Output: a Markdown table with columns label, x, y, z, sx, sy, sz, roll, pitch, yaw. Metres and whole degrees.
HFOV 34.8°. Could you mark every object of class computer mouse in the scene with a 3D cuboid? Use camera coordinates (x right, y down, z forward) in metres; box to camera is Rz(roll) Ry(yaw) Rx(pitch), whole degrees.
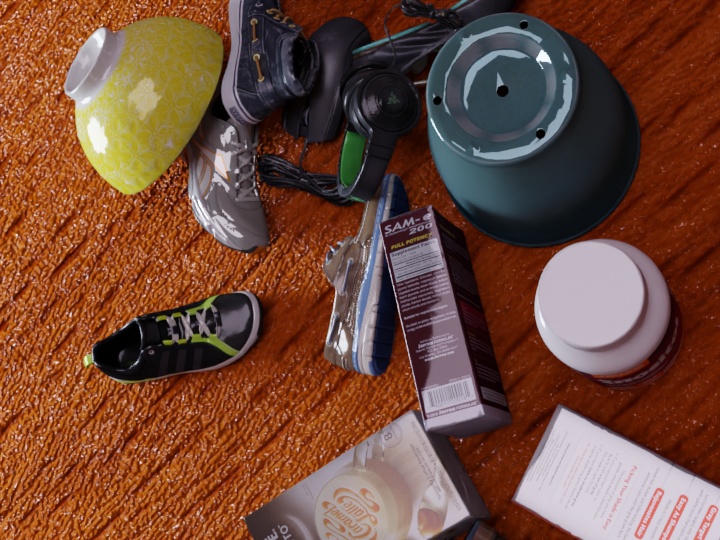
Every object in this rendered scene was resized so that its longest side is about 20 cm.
| label | x | y | z | sx | sy | sz | roll | pitch | yaw |
| --- | --- | --- | --- | --- | --- | --- | --- | --- | --- |
| computer mouse | -0.026 | -0.169 | 1.202 | 0.140 | 0.046 | 0.201 | 24 | 88 | 25 |

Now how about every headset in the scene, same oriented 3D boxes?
| label | x | y | z | sx | sy | sz | roll | pitch | yaw |
| --- | --- | --- | --- | --- | --- | --- | --- | --- | --- |
| headset | 0.031 | -0.162 | 1.111 | 0.093 | 0.124 | 0.202 | 12 | 105 | -15 |

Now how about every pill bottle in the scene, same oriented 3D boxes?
| label | x | y | z | sx | sy | sz | roll | pitch | yaw |
| --- | --- | --- | --- | --- | --- | --- | --- | --- | --- |
| pill bottle | 0.212 | 0.038 | 0.984 | 0.112 | 0.200 | 0.114 | -4 | 78 | 20 |

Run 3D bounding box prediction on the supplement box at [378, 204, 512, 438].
| label | x | y | z | sx | sy | sz | roll | pitch | yaw |
| --- | --- | --- | --- | --- | --- | --- | --- | --- | --- |
| supplement box | 0.080 | 0.051 | 1.083 | 0.060 | 0.109 | 0.202 | -17 | 73 | 17 |

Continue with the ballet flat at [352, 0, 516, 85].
| label | x | y | z | sx | sy | sz | roll | pitch | yaw |
| --- | --- | --- | --- | --- | --- | --- | --- | --- | --- |
| ballet flat | 0.089 | -0.233 | 1.166 | 0.199 | 0.073 | 0.074 | -25 | 71 | 9 |

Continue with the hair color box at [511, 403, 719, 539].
| label | x | y | z | sx | sy | sz | roll | pitch | yaw |
| --- | --- | --- | --- | --- | --- | --- | --- | --- | --- |
| hair color box | 0.246 | 0.208 | 1.012 | 0.199 | 0.061 | 0.102 | 27 | 90 | 25 |

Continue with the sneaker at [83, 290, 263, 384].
| label | x | y | z | sx | sy | sz | roll | pitch | yaw |
| --- | --- | --- | --- | --- | --- | --- | --- | --- | --- |
| sneaker | -0.196 | 0.075 | 1.198 | 0.199 | 0.083 | 0.072 | -22 | 72 | 15 |

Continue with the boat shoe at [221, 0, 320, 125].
| label | x | y | z | sx | sy | sz | roll | pitch | yaw |
| --- | --- | --- | --- | --- | --- | --- | --- | --- | --- |
| boat shoe | -0.086 | -0.243 | 1.202 | 0.090 | 0.071 | 0.202 | -18 | 51 | 26 |

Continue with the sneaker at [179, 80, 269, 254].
| label | x | y | z | sx | sy | sz | roll | pitch | yaw |
| --- | --- | --- | --- | --- | --- | --- | --- | --- | --- |
| sneaker | -0.137 | -0.114 | 1.207 | 0.092 | 0.075 | 0.201 | -38 | 68 | 30 |

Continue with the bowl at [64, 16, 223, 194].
| label | x | y | z | sx | sy | sz | roll | pitch | yaw |
| --- | --- | --- | --- | --- | --- | --- | --- | --- | --- |
| bowl | -0.245 | -0.193 | 1.209 | 0.200 | 0.107 | 0.201 | -36 | 38 | 35 |

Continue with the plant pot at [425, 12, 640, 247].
| label | x | y | z | sx | sy | sz | roll | pitch | yaw |
| --- | --- | --- | --- | --- | --- | --- | --- | --- | --- |
| plant pot | 0.148 | -0.138 | 1.048 | 0.198 | 0.188 | 0.202 | -3 | 79 | 18 |

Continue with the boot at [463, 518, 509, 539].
| label | x | y | z | sx | sy | sz | roll | pitch | yaw |
| --- | --- | --- | --- | --- | --- | --- | --- | --- | --- |
| boot | 0.100 | 0.331 | 1.033 | 0.096 | 0.075 | 0.201 | 28 | 110 | 9 |

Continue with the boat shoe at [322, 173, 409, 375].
| label | x | y | z | sx | sy | sz | roll | pitch | yaw |
| --- | --- | --- | --- | --- | --- | --- | --- | --- | --- |
| boat shoe | 0.000 | 0.000 | 1.144 | 0.072 | 0.072 | 0.202 | 6 | 81 | 23 |

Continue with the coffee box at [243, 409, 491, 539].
| label | x | y | z | sx | sy | sz | roll | pitch | yaw |
| --- | --- | --- | --- | --- | --- | --- | --- | --- | --- |
| coffee box | 0.006 | 0.234 | 1.089 | 0.199 | 0.080 | 0.115 | -35 | 70 | 11 |
